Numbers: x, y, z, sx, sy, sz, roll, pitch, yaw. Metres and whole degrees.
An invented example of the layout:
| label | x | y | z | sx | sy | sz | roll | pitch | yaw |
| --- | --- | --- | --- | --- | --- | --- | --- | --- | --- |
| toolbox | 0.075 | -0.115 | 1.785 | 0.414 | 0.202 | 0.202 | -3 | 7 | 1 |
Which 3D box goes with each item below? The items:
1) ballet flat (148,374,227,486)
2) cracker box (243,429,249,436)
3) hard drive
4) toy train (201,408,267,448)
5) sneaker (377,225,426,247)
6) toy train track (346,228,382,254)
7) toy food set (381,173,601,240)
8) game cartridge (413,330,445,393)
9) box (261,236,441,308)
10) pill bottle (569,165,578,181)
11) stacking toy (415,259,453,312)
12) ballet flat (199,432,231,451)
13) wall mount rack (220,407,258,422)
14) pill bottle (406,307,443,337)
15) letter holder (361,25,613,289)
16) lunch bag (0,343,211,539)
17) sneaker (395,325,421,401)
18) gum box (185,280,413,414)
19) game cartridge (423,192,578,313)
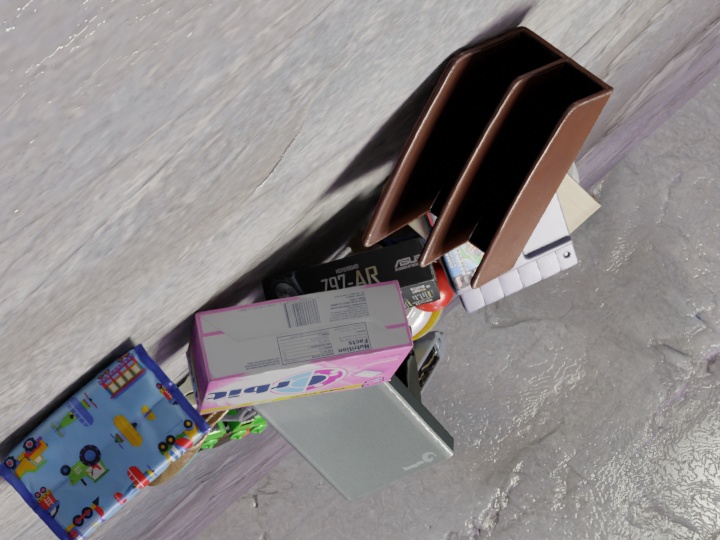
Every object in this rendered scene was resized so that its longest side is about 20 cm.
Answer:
| label | x | y | z | sx | sy | sz | roll | pitch | yaw |
| --- | --- | --- | --- | --- | --- | --- | --- | --- | --- |
| ballet flat | -0.174 | 0.141 | 1.582 | 0.200 | 0.068 | 0.072 | -43 | 151 | 9 |
| cracker box | -0.077 | 0.115 | 1.935 | 0.200 | 0.058 | 0.134 | -45 | 173 | 22 |
| hard drive | -0.016 | 0.144 | 1.558 | 0.139 | 0.200 | 0.033 | -26 | -147 | 26 |
| toy train | -0.135 | 0.171 | 1.803 | 0.199 | 0.042 | 0.056 | -14 | 160 | -35 |
| sneaker | 0.090 | -0.094 | 1.555 | 0.200 | 0.075 | 0.079 | -42 | 157 | -14 |
| toy train track | 0.000 | 0.000 | 1.650 | 0.114 | 0.033 | 0.200 | 16 | 118 | -45 |
| toy food set | 0.132 | -0.073 | 1.518 | 0.143 | 0.061 | 0.200 | -42 | 129 | 13 |
| game cartridge | 0.020 | 0.129 | 1.859 | 0.132 | 0.041 | 0.200 | -7 | -162 | 20 |
| box | -0.004 | 0.020 | 1.518 | 0.159 | 0.044 | 0.200 | -15 | 173 | 4 |
| pill bottle | 0.199 | -0.096 | 1.832 | 0.111 | 0.111 | 0.200 | -40 | 173 | -8 |
| stacking toy | 0.124 | -0.036 | 1.638 | 0.200 | 0.085 | 0.085 | -49 | 173 | -1 |
| ballet flat | -0.220 | 0.206 | 1.807 | 0.067 | 0.047 | 0.200 | -6 | -169 | 38 |
| wall mount rack | -0.116 | 0.121 | 1.727 | 0.174 | 0.075 | 0.200 | -48 | 170 | 27 |
| pill bottle | 0.035 | 0.029 | 1.782 | 0.111 | 0.111 | 0.200 | -41 | 173 | 5 |
| letter holder | 0.102 | -0.086 | 1.299 | 0.142 | 0.100 | 0.201 | -28 | 150 | -52 |
| lunch bag | -0.220 | 0.143 | 1.309 | 0.150 | 0.094 | 0.200 | -41 | -175 | -9 |
| sneaker | 0.035 | 0.122 | 1.685 | 0.059 | 0.105 | 0.200 | -3 | 164 | -1 |
| gum box | -0.052 | 0.070 | 1.397 | 0.198 | 0.067 | 0.114 | -9 | 162 | -14 |
| game cartridge | 0.127 | -0.056 | 1.467 | 0.129 | 0.038 | 0.201 | -27 | 130 | -4 |
